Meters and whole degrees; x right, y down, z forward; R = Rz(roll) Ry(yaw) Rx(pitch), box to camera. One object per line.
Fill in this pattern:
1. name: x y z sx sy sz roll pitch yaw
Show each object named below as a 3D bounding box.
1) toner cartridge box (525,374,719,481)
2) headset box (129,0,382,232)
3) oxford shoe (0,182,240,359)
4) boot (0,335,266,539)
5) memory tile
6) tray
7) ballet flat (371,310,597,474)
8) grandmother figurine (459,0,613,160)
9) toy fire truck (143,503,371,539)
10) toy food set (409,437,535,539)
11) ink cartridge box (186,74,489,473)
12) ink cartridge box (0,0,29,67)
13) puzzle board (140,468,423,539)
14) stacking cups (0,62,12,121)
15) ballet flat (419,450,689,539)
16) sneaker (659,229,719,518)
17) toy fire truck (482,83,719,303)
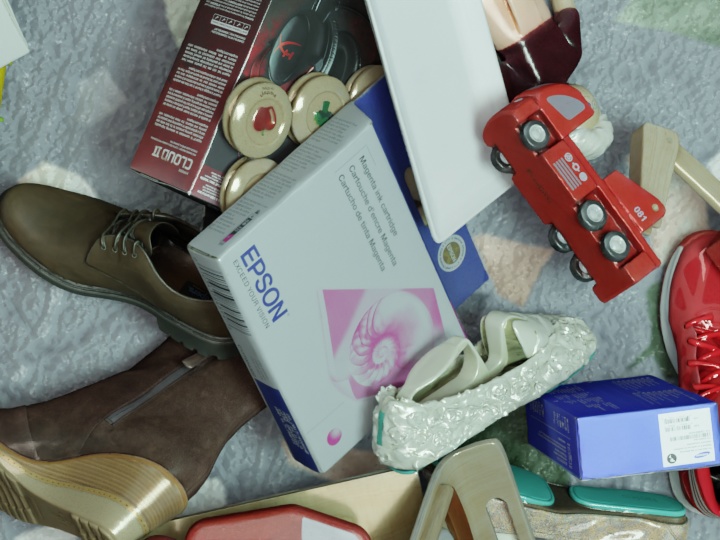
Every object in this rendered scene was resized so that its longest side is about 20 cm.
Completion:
1. toner cartridge box: 0.172 0.103 1.700 0.094 0.200 0.043 -5 93 -5
2. headset box: -0.053 -0.108 1.700 0.148 0.075 0.201 24 89 -42
3. oxford shoe: -0.155 -0.019 1.709 0.199 0.085 0.073 22 57 8
4. boot: -0.176 0.100 1.731 0.199 0.073 0.166 24 55 30
5. memory tile: -0.011 -0.060 1.690 0.199 0.017 0.154 -11 113 -39
6. tray: 0.050 -0.130 1.676 0.107 0.022 0.201 -37 120 -39
7. ballet flat: 0.085 0.067 1.716 0.200 0.072 0.072 -32 96 -33
8. grandmother figurine: 0.112 -0.162 1.746 0.121 0.060 0.201 -36 104 -22
9. toy fire truck: -0.078 0.246 1.639 0.167 0.112 0.201 17 90 -2
10. toy food set: 0.077 0.230 1.660 0.060 0.200 0.144 -4 127 22
11. ink cartridge box: 0.000 0.000 1.684 0.200 0.043 0.197 -42 128 -21
12. ink cartridge box: -0.337 -0.167 1.669 0.199 0.084 0.146 -29 59 -4
13. puzzle board: -0.044 0.224 1.703 0.199 0.017 0.152 -12 94 -4
14. stacking cups: -0.281 -0.048 1.725 0.060 0.061 0.201 9 94 -6
15. ballet flat: 0.130 0.178 1.769 0.199 0.068 0.068 13 105 -5
16. sneaker: 0.254 0.073 1.749 0.078 0.116 0.201 -5 93 -5
17. toy fire truck: 0.188 -0.053 1.714 0.141 0.049 0.200 -35 89 -34
